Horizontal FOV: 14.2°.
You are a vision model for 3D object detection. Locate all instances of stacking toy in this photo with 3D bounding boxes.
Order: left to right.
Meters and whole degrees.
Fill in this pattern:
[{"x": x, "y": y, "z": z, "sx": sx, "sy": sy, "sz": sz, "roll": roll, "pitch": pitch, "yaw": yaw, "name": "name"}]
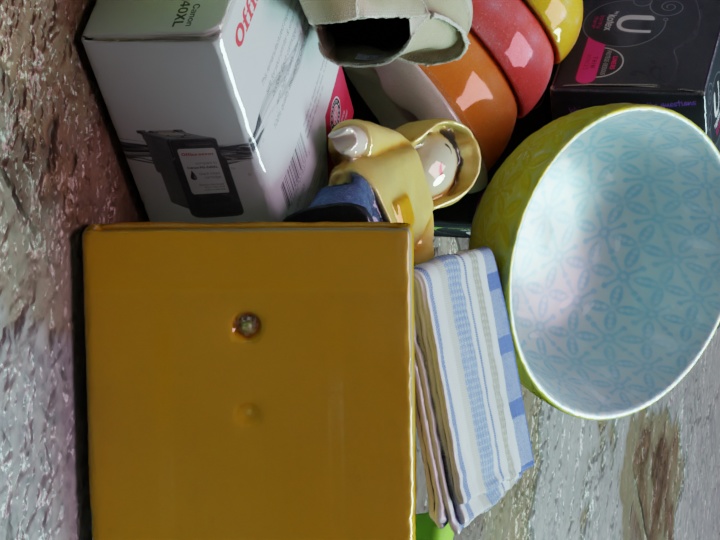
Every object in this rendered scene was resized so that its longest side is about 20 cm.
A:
[{"x": 0.094, "y": -0.159, "z": 1.849, "sx": 0.200, "sy": 0.146, "sz": 0.146, "roll": -39, "pitch": 148, "yaw": -7, "name": "stacking toy"}]

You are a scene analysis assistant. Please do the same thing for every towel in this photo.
[{"x": 0.059, "y": 0.063, "z": 1.647, "sx": 0.200, "sy": 0.024, "sz": 0.147, "roll": -18, "pitch": 99, "yaw": -75, "name": "towel"}]

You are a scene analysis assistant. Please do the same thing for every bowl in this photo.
[{"x": 0.133, "y": -0.015, "z": 1.833, "sx": 0.200, "sy": 0.108, "sz": 0.201, "roll": -12, "pitch": 110, "yaw": -36, "name": "bowl"}]

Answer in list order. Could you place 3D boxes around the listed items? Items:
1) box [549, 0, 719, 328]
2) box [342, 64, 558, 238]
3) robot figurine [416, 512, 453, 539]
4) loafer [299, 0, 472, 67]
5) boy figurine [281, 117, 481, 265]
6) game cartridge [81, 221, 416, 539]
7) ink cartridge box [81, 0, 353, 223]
[{"x": 0.194, "y": -0.075, "z": 1.941, "sx": 0.122, "sy": 0.106, "sz": 0.200, "roll": -69, "pitch": 158, "yaw": -49, "name": "box"}, {"x": 0.071, "y": -0.124, "z": 1.967, "sx": 0.124, "sy": 0.148, "sz": 0.200, "roll": 13, "pitch": 81, "yaw": -73, "name": "box"}, {"x": 0.026, "y": 0.261, "z": 1.912, "sx": 0.175, "sy": 0.116, "sz": 0.200, "roll": 47, "pitch": 46, "yaw": -40, "name": "robot figurine"}, {"x": 0.007, "y": -0.145, "z": 1.627, "sx": 0.200, "sy": 0.076, "sz": 0.068, "roll": 27, "pitch": 63, "yaw": -63, "name": "loafer"}, {"x": 0.018, "y": -0.032, "z": 1.665, "sx": 0.125, "sy": 0.064, "sz": 0.200, "roll": 69, "pitch": 26, "yaw": -12, "name": "boy figurine"}, {"x": -0.058, "y": 0.074, "z": 1.549, "sx": 0.032, "sy": 0.176, "sz": 0.200, "roll": -74, "pitch": 164, "yaw": -79, "name": "game cartridge"}, {"x": -0.075, "y": -0.109, "z": 1.619, "sx": 0.200, "sy": 0.083, "sz": 0.145, "roll": 73, "pitch": 25, "yaw": -45, "name": "ink cartridge box"}]
